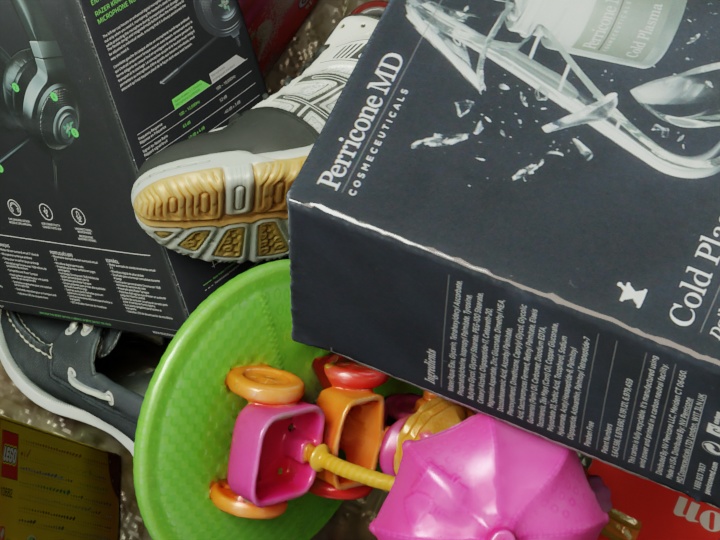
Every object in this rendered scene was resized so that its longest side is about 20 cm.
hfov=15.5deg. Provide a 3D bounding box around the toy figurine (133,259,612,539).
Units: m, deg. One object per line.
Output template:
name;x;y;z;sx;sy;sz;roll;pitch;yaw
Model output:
toy figurine;0.035;0.090;1.146;0.184;0.199;0.151;22;108;41

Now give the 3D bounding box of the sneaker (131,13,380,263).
sneaker;-0.012;-0.066;1.178;0.199;0.076;0.088;-14;65;-16

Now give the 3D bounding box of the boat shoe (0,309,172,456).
boat shoe;-0.107;0.047;1.273;0.200;0.061;0.075;31;44;34

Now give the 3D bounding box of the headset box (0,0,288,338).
headset box;-0.135;-0.082;1.234;0.174;0.093;0.201;6;124;43

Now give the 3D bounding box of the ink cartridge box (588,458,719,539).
ink cartridge box;0.180;0.090;1.172;0.160;0.050;0.201;25;122;11

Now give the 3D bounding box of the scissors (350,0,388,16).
scissors;0.065;-0.072;1.314;0.199;0.014;0.073;25;84;15

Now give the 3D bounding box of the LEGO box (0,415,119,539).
LEGO box;-0.213;0.114;1.245;0.148;0.200;0.078;-1;80;12

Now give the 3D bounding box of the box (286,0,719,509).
box;0.098;-0.042;1.061;0.196;0.124;0.201;20;63;12

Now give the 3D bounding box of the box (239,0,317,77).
box;-0.058;-0.188;1.319;0.099;0.095;0.200;35;89;16
